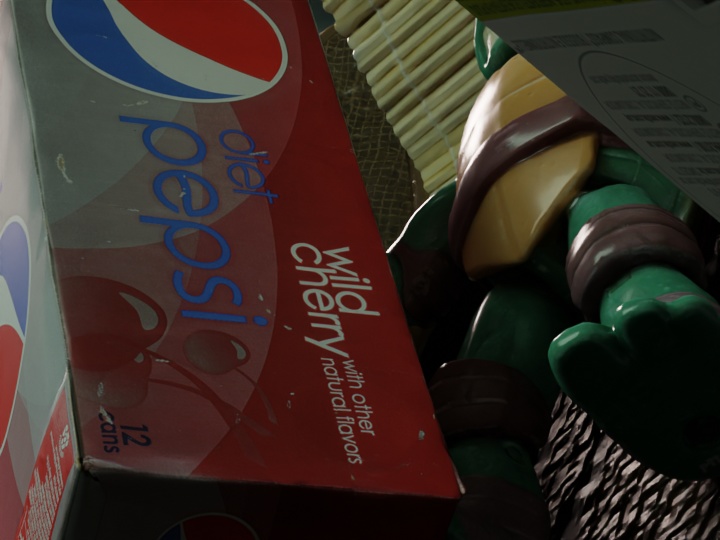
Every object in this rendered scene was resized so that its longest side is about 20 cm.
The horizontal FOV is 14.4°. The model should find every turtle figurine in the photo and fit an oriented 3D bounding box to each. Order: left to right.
[{"bbox_3d":[0.032,-0.022,0.606,0.201,0.100,0.150,-96,26,-49],"label":"turtle figurine"}]

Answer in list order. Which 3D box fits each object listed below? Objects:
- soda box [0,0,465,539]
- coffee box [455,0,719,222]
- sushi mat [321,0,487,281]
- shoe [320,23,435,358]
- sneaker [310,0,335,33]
[{"bbox_3d":[-0.039,-0.002,0.555,0.200,0.070,0.064,-106,28,-50],"label":"soda box"},{"bbox_3d":[0.102,-0.113,0.397,0.200,0.198,0.200,-53,11,-6],"label":"coffee box"},{"bbox_3d":[0.065,-0.077,0.672,0.012,0.096,0.200,-22,-11,-42],"label":"sushi mat"},{"bbox_3d":[0.000,0.000,0.784,0.070,0.054,0.200,-9,35,19],"label":"shoe"},{"bbox_3d":[-0.054,-0.043,1.008,0.200,0.075,0.106,-44,13,23],"label":"sneaker"}]
